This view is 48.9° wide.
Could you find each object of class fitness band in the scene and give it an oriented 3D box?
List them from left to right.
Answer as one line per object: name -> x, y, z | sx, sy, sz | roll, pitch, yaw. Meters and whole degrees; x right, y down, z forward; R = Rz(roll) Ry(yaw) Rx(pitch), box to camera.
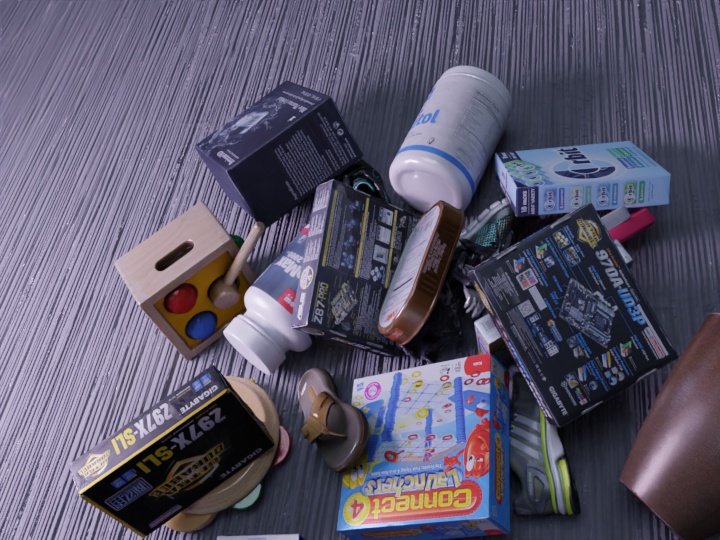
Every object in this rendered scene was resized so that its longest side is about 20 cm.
fitness band -> 0.287, -0.024, 1.024 | 0.198, 0.144, 0.038 | -28, 78, -4

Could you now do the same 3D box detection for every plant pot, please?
plant pot -> 0.377, 0.183, 0.835 | 0.200, 0.187, 0.187 | -47, 53, 2

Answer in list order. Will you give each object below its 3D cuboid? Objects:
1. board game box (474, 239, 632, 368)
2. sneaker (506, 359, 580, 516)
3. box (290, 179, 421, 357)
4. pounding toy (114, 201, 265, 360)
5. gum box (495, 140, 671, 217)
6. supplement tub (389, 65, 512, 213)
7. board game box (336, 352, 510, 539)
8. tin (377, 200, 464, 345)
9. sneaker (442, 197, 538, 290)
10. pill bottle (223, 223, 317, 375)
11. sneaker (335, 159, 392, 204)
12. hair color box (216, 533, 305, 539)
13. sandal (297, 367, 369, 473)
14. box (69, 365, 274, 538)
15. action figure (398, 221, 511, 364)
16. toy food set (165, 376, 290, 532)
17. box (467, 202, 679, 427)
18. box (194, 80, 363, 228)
board game box -> 0.238, 0.053, 0.984 | 0.199, 0.135, 0.034 | -30, 62, -3
sneaker -> 0.196, 0.195, 0.940 | 0.080, 0.074, 0.202 | -16, 50, 11
box -> 0.000, 0.000, 1.066 | 0.049, 0.160, 0.203 | -13, 63, 52
pounding toy -> -0.219, 0.008, 1.144 | 0.199, 0.185, 0.142 | -36, 52, -9
gum box -> 0.295, -0.128, 1.083 | 0.197, 0.045, 0.170 | -5, 24, 3
supplement tub -> 0.138, -0.194, 1.202 | 0.131, 0.132, 0.201 | 13, 60, 27
board game box -> 0.077, 0.213, 0.943 | 0.198, 0.056, 0.198 | -16, 50, 29
tin -> 0.076, 0.000, 1.024 | 0.042, 0.112, 0.202 | 26, 65, -8
sneaker -> 0.178, -0.025, 1.112 | 0.199, 0.078, 0.092 | -34, 60, 3
pill bottle -> -0.093, 0.043, 1.118 | 0.119, 0.120, 0.200 | 29, 69, 33
sneaker -> 0.005, -0.133, 1.237 | 0.075, 0.080, 0.201 | -30, 50, -4
hair color box -> -0.120, 0.409, 0.900 | 0.108, 0.065, 0.202 | -6, 56, 15
sandal -> -0.049, 0.181, 0.999 | 0.082, 0.054, 0.200 | -60, 30, 14
box -> -0.217, 0.220, 0.946 | 0.199, 0.160, 0.049 | -34, 51, -8
action figure -> 0.141, 0.040, 1.022 | 0.201, 0.118, 0.102 | -52, 45, 9
toy food set -> -0.193, 0.234, 1.060 | 0.196, 0.049, 0.201 | -24, 51, 1
box -> 0.237, 0.050, 0.893 | 0.158, 0.046, 0.201 | -29, 86, -4
box -> -0.134, -0.191, 1.265 | 0.199, 0.118, 0.196 | -38, 31, -10
